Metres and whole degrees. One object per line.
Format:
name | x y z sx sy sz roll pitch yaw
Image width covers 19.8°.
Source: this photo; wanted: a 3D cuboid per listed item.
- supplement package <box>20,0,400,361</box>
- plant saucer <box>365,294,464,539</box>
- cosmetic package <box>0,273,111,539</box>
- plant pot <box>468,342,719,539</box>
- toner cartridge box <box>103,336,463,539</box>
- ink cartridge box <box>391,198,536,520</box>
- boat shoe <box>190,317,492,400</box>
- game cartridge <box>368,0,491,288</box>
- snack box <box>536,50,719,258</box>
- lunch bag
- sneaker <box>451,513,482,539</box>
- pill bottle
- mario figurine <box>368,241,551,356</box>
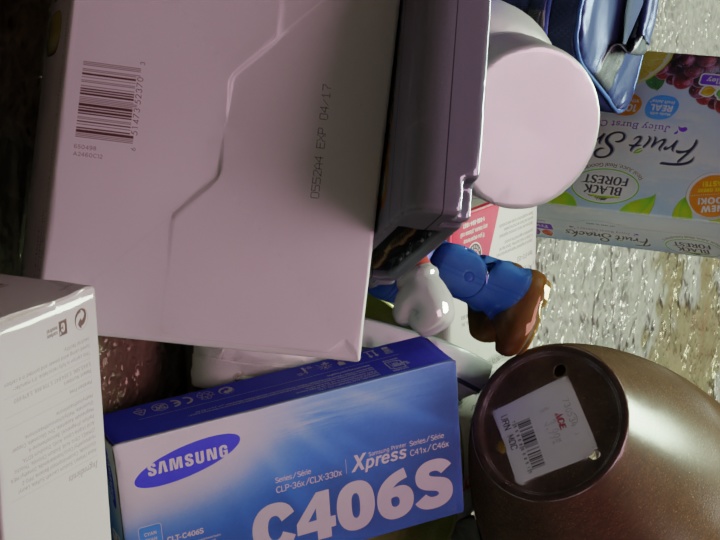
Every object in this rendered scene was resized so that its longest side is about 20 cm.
supplement package | -0.074 -0.067 0.988 0.111 0.154 0.202 -175 -88 -76
plant saucer | -0.020 0.108 1.229 0.199 0.031 0.202 9 76 -39
cosmetic package | -0.175 0.105 0.912 0.081 0.112 0.202 -24 115 -57
plant pot | 0.139 0.122 1.244 0.200 0.185 0.189 46 56 -60
toner cartridge box | -0.042 0.106 1.120 0.198 0.043 0.096 -13 112 -21
ink cartridge box | 0.052 0.049 1.365 0.144 0.084 0.202 -21 114 -60
boat shoe | -0.010 0.058 1.183 0.199 0.072 0.066 15 90 -40
game cartridge | 0.022 -0.072 1.002 0.200 0.041 0.135 136 -44 -75
snack box | 0.193 -0.088 1.482 0.053 0.198 0.143 57 47 -52
lunch bag | 0.142 -0.203 1.431 0.136 0.131 0.202 39 61 -58
sneaker | 0.039 0.209 1.408 0.200 0.088 0.075 81 -3 -71
pill bottle | 0.050 -0.103 1.175 0.113 0.200 0.116 -8 110 -22
mario figurine | 0.000 0.000 1.179 0.124 0.199 0.107 -48 -160 54
